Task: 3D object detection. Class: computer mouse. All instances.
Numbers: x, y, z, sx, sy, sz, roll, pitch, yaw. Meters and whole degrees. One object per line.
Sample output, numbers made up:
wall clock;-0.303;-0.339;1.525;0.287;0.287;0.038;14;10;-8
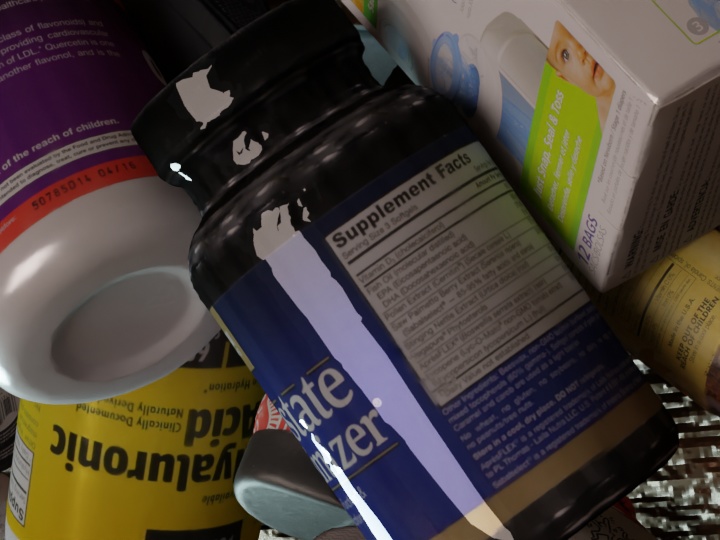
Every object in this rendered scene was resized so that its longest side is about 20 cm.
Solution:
computer mouse;-0.064;-0.081;1.060;0.200;0.052;0.139;-116;30;-48

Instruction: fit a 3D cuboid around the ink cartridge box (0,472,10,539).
ink cartridge box;-0.219;0.161;1.284;0.199;0.084;0.147;30;117;37

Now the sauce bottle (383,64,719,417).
sauce bottle;0.087;-0.018;0.978;0.200;0.066;0.066;40;123;33

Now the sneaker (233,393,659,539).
sneaker;0.061;0.069;1.013;0.200;0.108;0.067;18;154;9

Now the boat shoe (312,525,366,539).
boat shoe;0.058;0.164;0.982;0.199;0.075;0.073;32;158;-4

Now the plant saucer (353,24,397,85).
plant saucer;0.000;0.000;1.070;0.069;0.019;0.202;3;104;-1

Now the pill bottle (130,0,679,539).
pill bottle;0.011;0.009;0.915;0.112;0.112;0.201;-39;85;40

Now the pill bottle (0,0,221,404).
pill bottle;-0.128;-0.054;1.024;0.113;0.112;0.201;-54;52;35

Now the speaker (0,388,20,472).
speaker;-0.238;0.028;1.279;0.199;0.081;0.082;23;113;37

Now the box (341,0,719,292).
box;0.068;-0.113;0.925;0.200;0.101;0.113;50;155;24

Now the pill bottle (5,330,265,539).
pill bottle;-0.092;0.079;1.131;0.111;0.111;0.201;25;115;37
